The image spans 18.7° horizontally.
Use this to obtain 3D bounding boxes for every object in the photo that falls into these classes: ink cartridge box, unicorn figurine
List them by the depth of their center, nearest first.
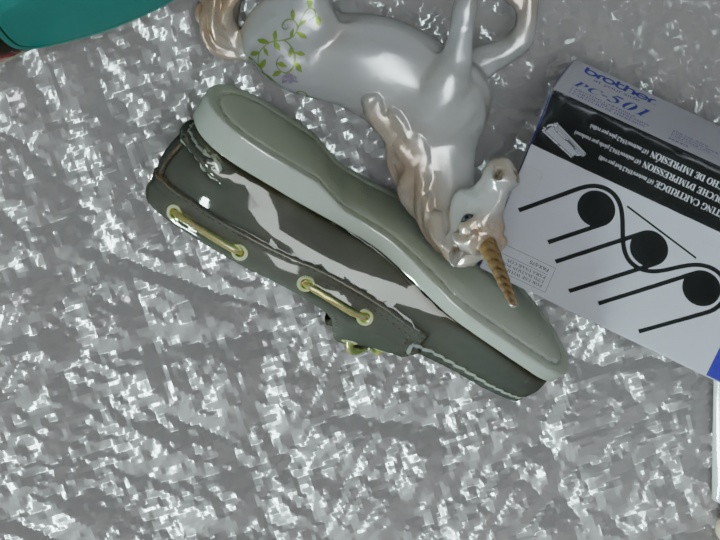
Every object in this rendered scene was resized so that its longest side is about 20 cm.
[{"bbox_3d":[0.019,-0.088,0.931,0.200,0.074,0.138,27,98,20],"label":"unicorn figurine"},{"bbox_3d":[0.160,-0.004,0.938,0.200,0.044,0.094,26,120,8],"label":"ink cartridge box"}]

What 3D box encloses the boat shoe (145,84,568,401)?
[{"bbox_3d":[0.000,-0.001,0.956,0.202,0.072,0.060,35,111,-13],"label":"boat shoe"}]

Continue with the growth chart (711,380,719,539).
[{"bbox_3d":[0.256,0.054,1.015,0.200,0.018,0.145,-10,103,0],"label":"growth chart"}]

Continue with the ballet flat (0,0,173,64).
[{"bbox_3d":[-0.165,-0.117,0.919,0.200,0.076,0.064,-23,70,-4],"label":"ballet flat"}]
